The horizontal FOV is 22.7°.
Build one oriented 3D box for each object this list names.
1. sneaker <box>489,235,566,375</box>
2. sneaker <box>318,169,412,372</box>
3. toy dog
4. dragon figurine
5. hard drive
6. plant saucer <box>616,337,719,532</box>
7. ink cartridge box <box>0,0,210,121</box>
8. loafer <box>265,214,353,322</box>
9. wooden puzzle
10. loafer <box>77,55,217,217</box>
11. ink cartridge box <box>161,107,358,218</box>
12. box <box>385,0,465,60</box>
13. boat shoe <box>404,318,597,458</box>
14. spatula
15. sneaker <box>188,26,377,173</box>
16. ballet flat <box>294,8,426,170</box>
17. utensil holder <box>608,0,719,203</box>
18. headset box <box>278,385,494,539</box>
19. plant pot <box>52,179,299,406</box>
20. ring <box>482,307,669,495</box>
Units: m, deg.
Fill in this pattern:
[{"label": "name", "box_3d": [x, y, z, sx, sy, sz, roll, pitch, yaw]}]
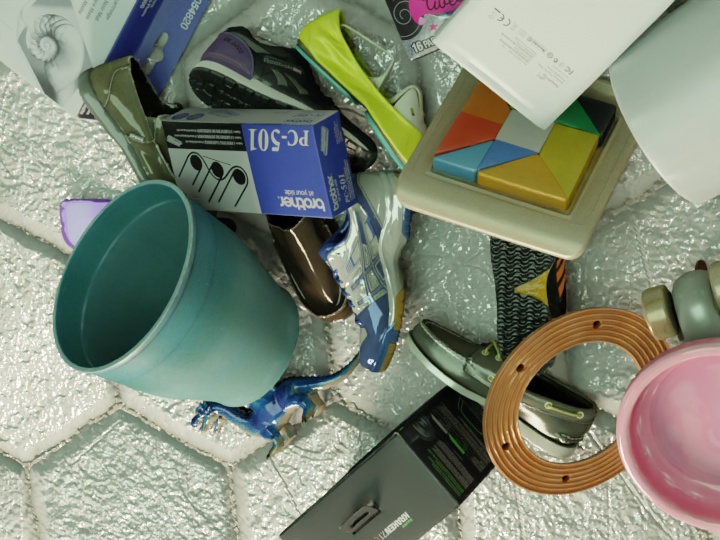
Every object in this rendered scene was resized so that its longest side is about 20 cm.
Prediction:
[{"label": "sneaker", "box_3d": [0.162, -0.006, 1.698, 0.070, 0.090, 0.201, 3, 105, 11]}, {"label": "sneaker", "box_3d": [0.000, 0.000, 1.760, 0.088, 0.075, 0.201, 2, 98, -8]}, {"label": "toy dog", "box_3d": [0.333, 0.069, 1.666, 0.131, 0.096, 0.201, 2, 118, 18]}, {"label": "dragon figurine", "box_3d": [-0.091, 0.125, 1.846, 0.099, 0.059, 0.200, 47, 115, 5]}, {"label": "hard drive", "box_3d": [0.174, -0.229, 1.542, 0.132, 0.026, 0.200, 37, 123, -12]}, {"label": "plant saucer", "box_3d": [0.334, 0.143, 1.619, 0.199, 0.051, 0.202, 8, 120, 14]}, {"label": "ink cartridge box", "box_3d": [-0.275, -0.262, 1.836, 0.200, 0.041, 0.200, 35, 113, 10]}, {"label": "loafer", "box_3d": [-0.064, -0.038, 1.790, 0.073, 0.071, 0.201, -21, 94, 24]}, {"label": "wooden puzzle", "box_3d": [0.151, -0.116, 1.637, 0.184, 0.201, 0.037, 19, 147, 16]}, {"label": "loafer", "box_3d": [-0.202, -0.133, 1.809, 0.070, 0.075, 0.200, -34, 104, 19]}, {"label": "ink cartridge box", "box_3d": [-0.099, -0.105, 1.718, 0.199, 0.044, 0.095, 4, 116, 39]}, {"label": "box", "box_3d": [0.127, -0.286, 1.623, 0.199, 0.132, 0.115, -21, 96, 24]}, {"label": "boat shoe", "box_3d": [0.137, 0.103, 1.747, 0.201, 0.072, 0.060, 34, 113, 4]}, {"label": "spatula", "box_3d": [-0.223, -0.046, 1.878, 0.199, 0.021, 0.057, 2, 102, 20]}, {"label": "sneaker", "box_3d": [-0.061, -0.175, 1.750, 0.199, 0.088, 0.076, 30, 150, 2]}, {"label": "ballet flat", "box_3d": [0.019, -0.171, 1.734, 0.067, 0.067, 0.200, -41, 84, 7]}, {"label": "utensil holder", "box_3d": [0.339, -0.175, 1.550, 0.199, 0.170, 0.171, -31, 91, 27]}, {"label": "headset box", "box_3d": [0.034, 0.216, 1.743, 0.174, 0.200, 0.093, -43, 86, 25]}, {"label": "plant pot", "box_3d": [-0.168, 0.042, 1.767, 0.199, 0.188, 0.201, -26, 48, 34]}, {"label": "ring", "box_3d": [0.205, 0.123, 1.692, 0.199, 0.019, 0.201, -10, 118, -19]}]
